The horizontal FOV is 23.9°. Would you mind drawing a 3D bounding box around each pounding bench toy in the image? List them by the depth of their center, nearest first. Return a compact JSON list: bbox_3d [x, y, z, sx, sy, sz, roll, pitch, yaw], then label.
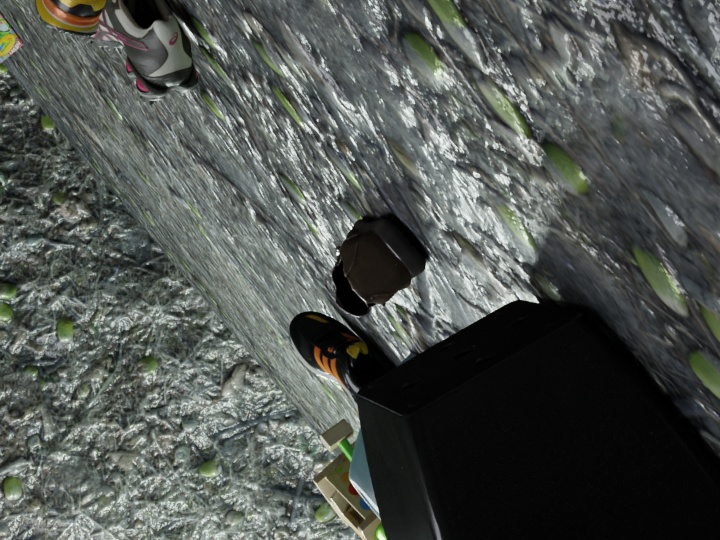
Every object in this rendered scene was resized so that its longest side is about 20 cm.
[{"bbox_3d":[0.023,0.328,2.548,0.156,0.124,0.200,41,168,44],"label":"pounding bench toy"}]

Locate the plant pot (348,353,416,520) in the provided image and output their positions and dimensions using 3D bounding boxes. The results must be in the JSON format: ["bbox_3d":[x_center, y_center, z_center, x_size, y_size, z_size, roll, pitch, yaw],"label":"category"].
[{"bbox_3d":[0.067,0.206,1.775,0.200,0.135,0.200,49,172,9],"label":"plant pot"}]

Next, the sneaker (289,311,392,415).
[{"bbox_3d":[-0.011,0.100,1.996,0.200,0.070,0.090,45,155,29],"label":"sneaker"}]

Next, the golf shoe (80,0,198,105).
[{"bbox_3d":[-0.214,-0.242,1.591,0.200,0.077,0.088,44,147,35],"label":"golf shoe"}]

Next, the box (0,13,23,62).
[{"bbox_3d":[-0.748,-0.429,3.037,0.122,0.200,0.193,38,166,50],"label":"box"}]

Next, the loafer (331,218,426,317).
[{"bbox_3d":[0.000,0.000,1.451,0.073,0.071,0.200,50,171,2],"label":"loafer"}]

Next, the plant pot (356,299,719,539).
[{"bbox_3d":[0.106,0.130,1.122,0.178,0.199,0.200,63,170,-8],"label":"plant pot"}]

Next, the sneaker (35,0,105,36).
[{"bbox_3d":[-0.265,-0.304,1.539,0.090,0.070,0.201,-59,41,37],"label":"sneaker"}]
